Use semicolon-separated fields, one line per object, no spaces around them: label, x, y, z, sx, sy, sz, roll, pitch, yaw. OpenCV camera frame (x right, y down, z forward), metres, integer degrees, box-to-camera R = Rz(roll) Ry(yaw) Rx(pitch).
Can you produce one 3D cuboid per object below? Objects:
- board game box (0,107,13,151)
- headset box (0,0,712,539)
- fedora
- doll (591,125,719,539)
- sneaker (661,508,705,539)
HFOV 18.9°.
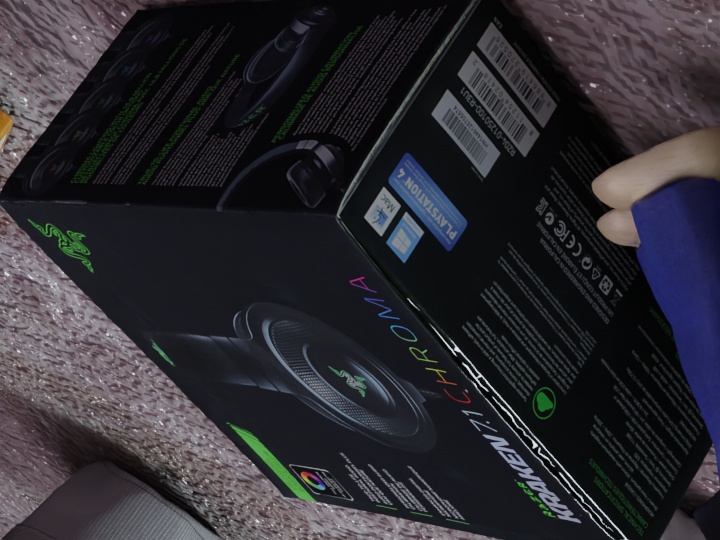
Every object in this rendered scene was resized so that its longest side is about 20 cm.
board game box;-0.301;-0.019;0.940;0.199;0.201;0.200;36;158;-6
headset box;0.000;0.000;0.721;0.199;0.093;0.174;5;144;50
fedora;-0.138;0.171;1.252;0.176;0.091;0.200;32;164;6
doll;0.115;0.064;0.585;0.136;0.048;0.201;57;-167;-74
sneaker;0.151;0.173;0.900;0.080;0.071;0.201;20;154;22
